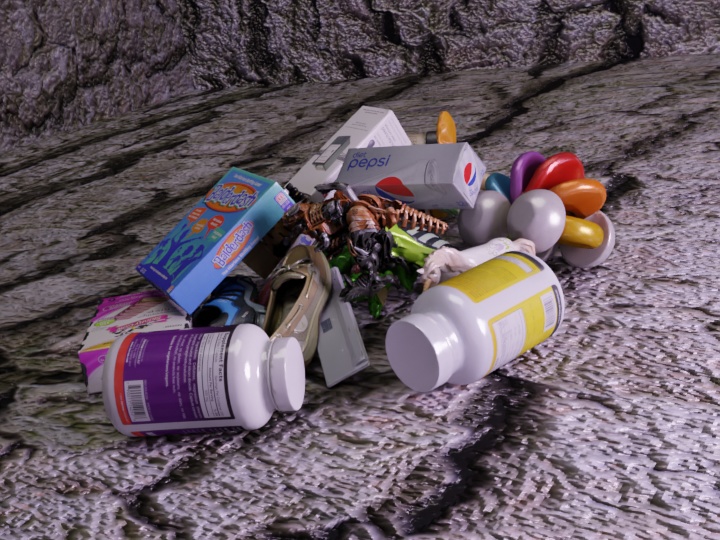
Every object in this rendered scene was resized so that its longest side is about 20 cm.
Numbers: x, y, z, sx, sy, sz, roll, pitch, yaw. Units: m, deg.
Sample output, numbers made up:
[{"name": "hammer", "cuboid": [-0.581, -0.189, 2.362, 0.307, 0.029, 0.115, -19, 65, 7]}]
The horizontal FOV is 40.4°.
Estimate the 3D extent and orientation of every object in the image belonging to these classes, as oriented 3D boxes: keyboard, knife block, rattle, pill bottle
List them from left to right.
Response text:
[{"name": "pill bottle", "cuboid": [-0.165, 0.116, 1.044, 0.199, 0.113, 0.112, -5, 19, 11]}, {"name": "knife block", "cuboid": [-0.131, -0.043, 1.403, 0.200, 0.064, 0.176, -48, 4, 28]}, {"name": "keyboard", "cuboid": [-0.034, 0.064, 1.187, 0.056, 0.011, 0.200, -34, 35, 10]}, {"name": "pill bottle", "cuboid": [0.125, 0.058, 1.080, 0.200, 0.112, 0.112, -23, 23, -37]}, {"name": "rattle", "cuboid": [0.209, -0.154, 1.549, 0.130, 0.143, 0.200, 2, 19, -44]}]

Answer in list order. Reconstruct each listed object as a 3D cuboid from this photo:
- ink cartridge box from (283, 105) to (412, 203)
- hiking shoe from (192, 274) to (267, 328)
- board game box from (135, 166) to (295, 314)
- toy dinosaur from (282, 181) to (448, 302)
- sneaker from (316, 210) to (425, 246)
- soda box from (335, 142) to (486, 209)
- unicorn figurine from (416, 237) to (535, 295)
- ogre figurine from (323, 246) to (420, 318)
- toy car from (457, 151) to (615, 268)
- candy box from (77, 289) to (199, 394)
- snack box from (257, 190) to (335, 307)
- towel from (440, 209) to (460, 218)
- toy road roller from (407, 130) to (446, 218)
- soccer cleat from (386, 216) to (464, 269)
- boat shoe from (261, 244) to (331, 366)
[{"name": "ink cartridge box", "cuboid": [-0.004, -0.141, 1.561, 0.200, 0.146, 0.084, -48, 37, -18]}, {"name": "hiking shoe", "cuboid": [-0.177, 0.050, 1.278, 0.086, 0.075, 0.200, 5, 12, -22]}, {"name": "board game box", "cuboid": [-0.197, -0.045, 1.305, 0.200, 0.045, 0.152, -48, 30, -12]}, {"name": "toy dinosaur", "cuboid": [0.002, -0.043, 1.182, 0.200, 0.136, 0.102, 12, 34, 43]}, {"name": "sneaker", "cuboid": [0.021, -0.056, 1.468, 0.200, 0.067, 0.091, -16, 31, 40]}, {"name": "soda box", "cuboid": [0.065, -0.126, 1.332, 0.199, 0.063, 0.068, 3, 62, 37]}, {"name": "unicorn figurine", "cuboid": [0.130, 0.004, 1.211, 0.200, 0.138, 0.074, -29, 62, -19]}, {"name": "ogre figurine", "cuboid": [0.000, 0.000, 1.341, 0.120, 0.098, 0.200, 16, 40, 28]}, {"name": "toy car", "cuboid": [0.240, -0.088, 1.321, 0.175, 0.151, 0.200, 14, -7, -43]}, {"name": "candy box", "cuboid": [-0.281, 0.084, 1.277, 0.136, 0.061, 0.200, -10, 19, -4]}, {"name": "snack box", "cuboid": [-0.080, -0.031, 1.340, 0.024, 0.200, 0.072, 36, 19, -1]}, {"name": "towel", "cuboid": [0.133, -0.087, 1.461, 0.200, 0.023, 0.153, 29, 6, -22]}, {"name": "toy road roller", "cuboid": [0.099, -0.143, 1.724, 0.122, 0.146, 0.201, -3, 57, 15]}, {"name": "soccer cleat", "cuboid": [0.087, -0.033, 1.304, 0.199, 0.068, 0.081, 23, 43, -18]}, {"name": "boat shoe", "cuboid": [-0.086, 0.034, 1.204, 0.073, 0.063, 0.201, -21, 40, 30]}]
